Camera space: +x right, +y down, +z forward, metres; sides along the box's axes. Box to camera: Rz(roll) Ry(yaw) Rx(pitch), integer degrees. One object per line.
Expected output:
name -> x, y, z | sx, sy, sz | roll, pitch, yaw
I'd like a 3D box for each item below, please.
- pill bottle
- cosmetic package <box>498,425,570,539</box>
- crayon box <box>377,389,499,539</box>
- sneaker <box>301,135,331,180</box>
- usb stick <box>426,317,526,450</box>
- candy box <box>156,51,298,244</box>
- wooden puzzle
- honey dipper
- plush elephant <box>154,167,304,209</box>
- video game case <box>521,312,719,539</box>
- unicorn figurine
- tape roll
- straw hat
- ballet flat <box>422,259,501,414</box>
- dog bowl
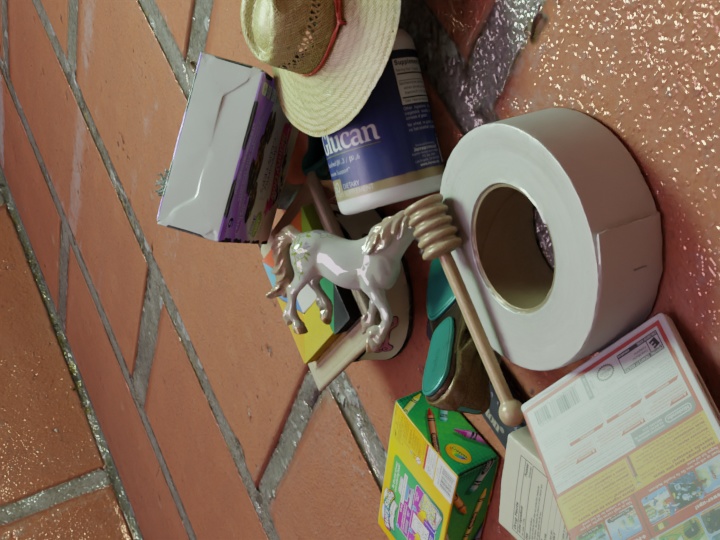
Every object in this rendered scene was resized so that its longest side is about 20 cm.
pill bottle -> 0.008, -0.164, 0.926 | 0.111, 0.109, 0.204 | -9, 96, 62
cosmetic package -> 0.208, 0.210, 0.777 | 0.200, 0.086, 0.105 | 39, 137, 46
crayon box -> 0.080, 0.244, 1.061 | 0.119, 0.057, 0.203 | 46, 142, 42
sneaker -> -0.031, -0.189, 1.020 | 0.077, 0.078, 0.204 | 35, 133, 50
usb stick -> 0.125, 0.116, 0.940 | 0.201, 0.032, 0.056 | 56, 146, 31
candy box -> -0.129, -0.118, 1.013 | 0.200, 0.070, 0.171 | -7, -68, -82
wooden puzzle -> -0.053, 0.019, 1.059 | 0.188, 0.037, 0.200 | 65, 151, 16
honey dipper -> 0.093, 0.034, 0.812 | 0.203, 0.037, 0.038 | 66, 151, 7
plush elephant -> -0.152, -0.160, 1.191 | 0.164, 0.196, 0.158 | -169, 84, -67
video game case -> 0.205, 0.151, 0.701 | 0.142, 0.017, 0.203 | -39, 49, 28
unicorn figurine -> 0.000, 0.000, 0.916 | 0.074, 0.196, 0.140 | -61, -23, -70
tape roll -> 0.148, -0.025, 0.785 | 0.202, 0.070, 0.206 | 37, 134, 50
straw hat -> -0.057, -0.222, 0.841 | 0.199, 0.084, 0.206 | -1, 88, 51
ballet flat -> 0.099, 0.050, 0.889 | 0.068, 0.072, 0.202 | -45, 26, 37
dog bowl -> -0.023, 0.015, 1.118 | 0.200, 0.073, 0.204 | 38, 136, 49
